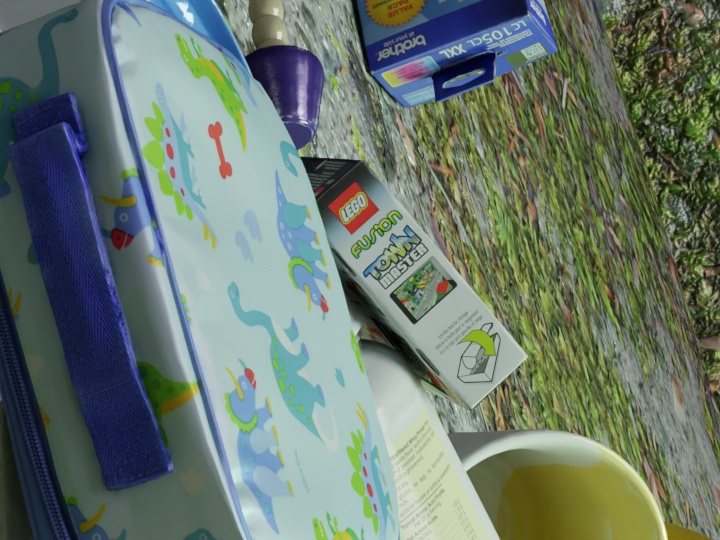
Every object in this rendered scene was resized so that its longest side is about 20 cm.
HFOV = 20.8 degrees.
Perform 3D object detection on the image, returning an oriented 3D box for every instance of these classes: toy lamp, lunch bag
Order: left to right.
[{"bbox_3d":[-0.062,0.016,0.634,0.161,0.082,0.200,15,56,-73],"label":"lunch bag"},{"bbox_3d":[-0.057,-0.162,1.191,0.058,0.058,0.200,47,30,-55],"label":"toy lamp"}]

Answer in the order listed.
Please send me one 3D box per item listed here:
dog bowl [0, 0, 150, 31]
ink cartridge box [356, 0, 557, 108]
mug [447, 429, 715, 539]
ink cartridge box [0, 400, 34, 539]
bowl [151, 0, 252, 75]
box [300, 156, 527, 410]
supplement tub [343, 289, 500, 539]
[{"bbox_3d":[-0.151,-0.097,0.763,0.200,0.079,0.200,-18,90,-74],"label":"dog bowl"},{"bbox_3d":[0.069,-0.217,1.525,0.076,0.136,0.200,37,38,-61],"label":"ink cartridge box"},{"bbox_3d":[0.085,0.164,1.091,0.187,0.149,0.153,36,-8,-16],"label":"mug"},{"bbox_3d":[-0.099,0.153,0.648,0.200,0.086,0.148,51,26,-54],"label":"ink cartridge box"},{"bbox_3d":[-0.094,-0.071,0.997,0.201,0.039,0.201,-18,90,-74],"label":"bowl"},{"bbox_3d":[0.000,0.000,0.886,0.110,0.035,0.200,50,-8,-12],"label":"box"},{"bbox_3d":[-0.019,0.118,0.828,0.200,0.145,0.145,63,17,-10],"label":"supplement tub"}]
